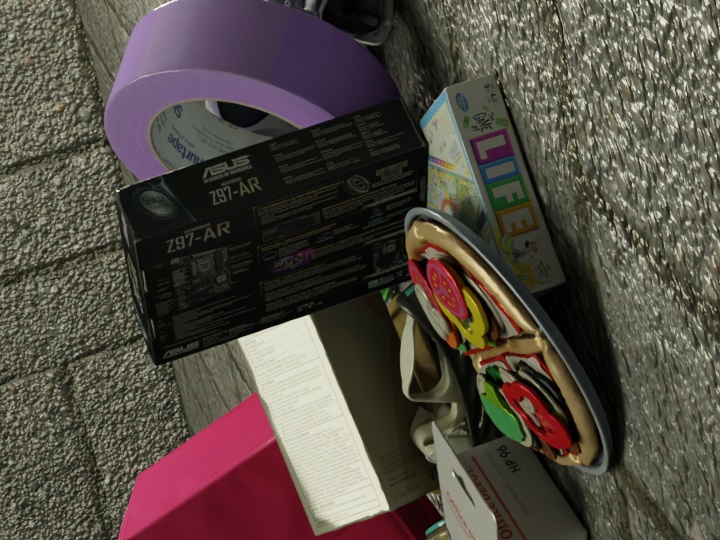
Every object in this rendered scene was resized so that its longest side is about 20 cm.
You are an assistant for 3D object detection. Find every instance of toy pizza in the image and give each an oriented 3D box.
[{"bbox_3d":[0.083,0.049,1.352,0.200,0.032,0.200,51,168,15],"label":"toy pizza"}]

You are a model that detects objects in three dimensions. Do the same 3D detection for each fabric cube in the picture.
[{"bbox_3d":[-0.058,0.218,1.822,0.200,0.199,0.196,55,-175,-10],"label":"fabric cube"}]

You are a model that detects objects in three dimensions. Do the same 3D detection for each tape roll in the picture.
[{"bbox_3d":[-0.073,-0.104,1.523,0.200,0.199,0.066,92,-168,-62],"label":"tape roll"}]

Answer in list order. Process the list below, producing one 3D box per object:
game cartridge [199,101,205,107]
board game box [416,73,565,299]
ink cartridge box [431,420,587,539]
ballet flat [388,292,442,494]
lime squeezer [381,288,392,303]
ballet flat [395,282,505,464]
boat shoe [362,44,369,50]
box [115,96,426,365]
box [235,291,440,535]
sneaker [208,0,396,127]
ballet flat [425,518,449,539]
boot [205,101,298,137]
[{"bbox_3d":[-0.088,-0.158,1.825,0.200,0.129,0.039,123,166,-78],"label":"game cartridge"},{"bbox_3d":[0.072,-0.036,1.411,0.200,0.034,0.135,135,117,-78],"label":"board game box"},{"bbox_3d":[0.108,0.197,1.513,0.116,0.068,0.201,-124,19,-50],"label":"ink cartridge box"},{"bbox_3d":[0.044,0.092,1.691,0.200,0.063,0.069,-118,13,-45],"label":"ballet flat"},{"bbox_3d":[0.000,0.000,1.700,0.038,0.070,0.201,16,126,57],"label":"lime squeezer"},{"bbox_3d":[0.065,0.091,1.565,0.068,0.068,0.201,-137,31,-66],"label":"ballet flat"},{"bbox_3d":[-0.012,-0.108,1.645,0.074,0.064,0.203,150,102,-79],"label":"boat shoe"},{"bbox_3d":[-0.056,-0.023,1.453,0.160,0.199,0.044,88,160,-58],"label":"box"},{"bbox_3d":[-0.019,0.081,1.609,0.095,0.078,0.201,-22,88,45],"label":"box"},{"bbox_3d":[-0.042,-0.162,1.537,0.109,0.070,0.201,57,130,41],"label":"sneaker"},{"bbox_3d":[0.085,0.213,1.660,0.200,0.070,0.071,90,161,-82],"label":"ballet flat"},{"bbox_3d":[-0.059,-0.113,1.723,0.200,0.073,0.096,34,-150,-59],"label":"boot"}]
